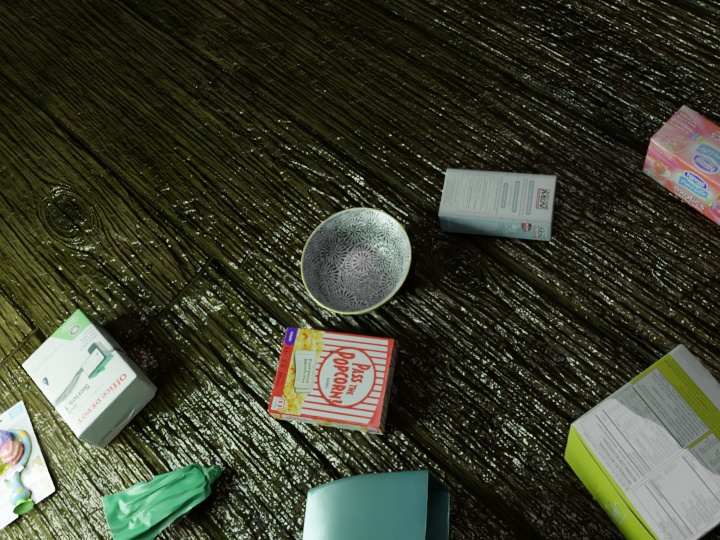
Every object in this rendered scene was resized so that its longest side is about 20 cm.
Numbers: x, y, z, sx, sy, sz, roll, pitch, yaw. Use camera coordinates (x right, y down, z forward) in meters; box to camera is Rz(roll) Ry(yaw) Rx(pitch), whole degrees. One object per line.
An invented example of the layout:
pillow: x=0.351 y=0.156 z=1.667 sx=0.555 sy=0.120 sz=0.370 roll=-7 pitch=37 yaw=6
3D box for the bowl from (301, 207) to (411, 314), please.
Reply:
bowl: x=0.000 y=0.000 z=1.331 sx=0.195 sy=0.095 sz=0.205 roll=-5 pitch=63 yaw=10

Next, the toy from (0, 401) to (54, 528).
toy: x=-0.630 y=0.337 z=1.336 sx=0.114 sy=0.047 sz=0.201 roll=-33 pitch=62 yaw=-7

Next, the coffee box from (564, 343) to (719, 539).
coffee box: x=0.421 y=0.265 z=1.040 sx=0.196 sy=0.201 sz=0.201 roll=-34 pitch=62 yaw=-5

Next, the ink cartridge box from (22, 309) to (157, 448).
ink cartridge box: x=-0.485 y=0.193 z=1.353 sx=0.199 sy=0.085 sz=0.146 roll=38 pitch=77 yaw=27

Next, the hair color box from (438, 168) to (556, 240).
hair color box: x=0.245 y=-0.119 z=1.344 sx=0.195 sy=0.061 sz=0.101 roll=6 pitch=65 yaw=17

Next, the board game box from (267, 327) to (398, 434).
board game box: x=-0.044 y=0.184 z=1.276 sx=0.195 sy=0.047 sz=0.155 roll=4 pitch=65 yaw=15

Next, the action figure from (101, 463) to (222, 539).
action figure: x=-0.317 y=0.378 z=1.240 sx=0.197 sy=0.055 sz=0.119 roll=-28 pitch=59 yaw=-10

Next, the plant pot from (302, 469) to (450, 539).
plant pot: x=0.021 y=0.380 z=1.115 sx=0.195 sy=0.142 sz=0.145 roll=-4 pitch=62 yaw=20

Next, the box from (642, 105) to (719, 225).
box: x=0.591 y=-0.170 z=1.274 sx=0.094 sy=0.103 sz=0.200 roll=-41 pitch=63 yaw=-10
